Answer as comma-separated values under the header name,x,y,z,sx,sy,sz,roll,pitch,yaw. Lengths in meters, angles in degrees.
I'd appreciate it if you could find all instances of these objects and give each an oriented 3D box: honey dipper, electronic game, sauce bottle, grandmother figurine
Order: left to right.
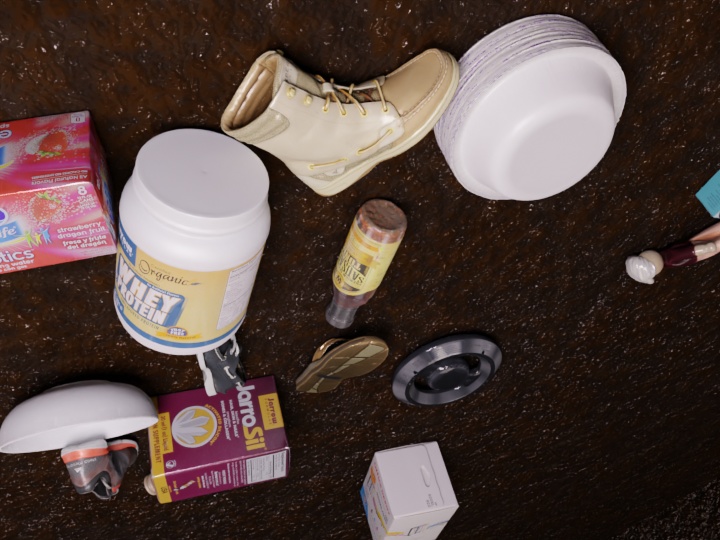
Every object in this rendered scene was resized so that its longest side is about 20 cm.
name,x,y,z,sx,sy,sz,roll,pitch,yaw
honey dipper,-0.286,0.328,1.169,0.199,0.038,0.038,-31,142,12
sauce bottle,0.000,0.000,0.862,0.065,0.066,0.201,-1,137,-23
electronic game,0.149,0.175,1.167,0.198,0.042,0.201,-11,141,-9
grandmother figurine,0.515,-0.031,1.059,0.198,0.061,0.121,-19,162,6

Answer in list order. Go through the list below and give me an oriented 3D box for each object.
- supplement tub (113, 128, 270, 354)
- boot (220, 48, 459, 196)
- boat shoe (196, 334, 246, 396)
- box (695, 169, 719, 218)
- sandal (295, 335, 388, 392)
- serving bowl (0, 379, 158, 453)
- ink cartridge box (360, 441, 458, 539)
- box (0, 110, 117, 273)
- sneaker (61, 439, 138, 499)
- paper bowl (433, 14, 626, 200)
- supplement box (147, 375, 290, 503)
name,x,y,z,sx,sy,sz,roll,pitch,yaw
supplement tub,-0.172,-0.025,0.687,0.143,0.145,0.201,-1,139,-23
boot,-0.018,-0.165,0.642,0.199,0.073,0.155,-33,144,25
boat shoe,-0.189,0.107,0.911,0.060,0.076,0.200,-10,154,-10
box,0.572,-0.156,0.937,0.082,0.049,0.201,4,137,-28
sandal,-0.037,0.135,1.033,0.080,0.054,0.200,16,145,-31
serving bowl,-0.377,0.189,0.907,0.198,0.066,0.200,-13,165,-4
ink cartridge box,0.098,0.483,1.444,0.143,0.148,0.201,-6,141,-17
box,-0.329,-0.063,0.606,0.198,0.100,0.096,-11,143,-11
sneaker,-0.389,0.302,1.016,0.076,0.083,0.200,-14,166,0
paper bowl,0.186,-0.156,0.721,0.199,0.105,0.202,-13,142,-10
supplement box,-0.217,0.256,1.031,0.198,0.132,0.104,-9,142,-15
